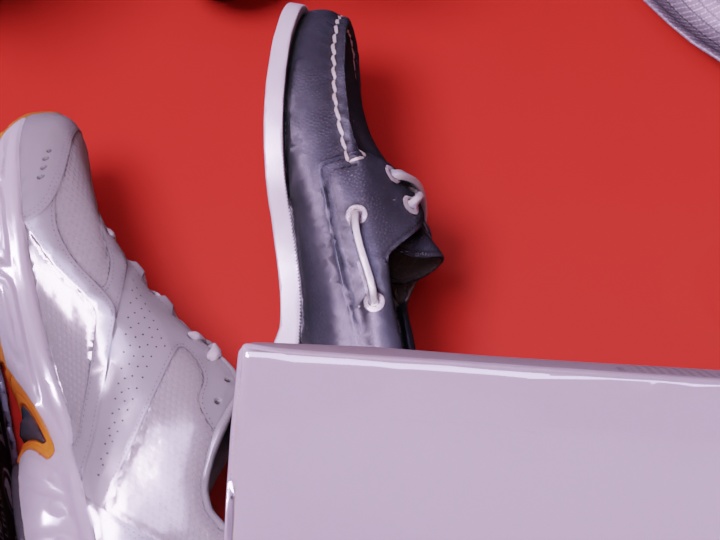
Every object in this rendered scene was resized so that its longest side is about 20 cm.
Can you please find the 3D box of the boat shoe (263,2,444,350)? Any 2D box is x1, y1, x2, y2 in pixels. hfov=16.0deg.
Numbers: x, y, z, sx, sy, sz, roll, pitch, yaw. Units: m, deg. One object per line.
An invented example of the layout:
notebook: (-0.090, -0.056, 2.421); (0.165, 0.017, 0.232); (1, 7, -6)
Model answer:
boat shoe: (0.000, 0.000, 0.899); (0.060, 0.076, 0.200); (-5, 77, 11)

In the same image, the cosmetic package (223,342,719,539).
cosmetic package: (0.058, 0.082, 0.805); (0.200, 0.081, 0.113); (5, 90, 4)

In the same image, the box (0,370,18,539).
box: (-0.228, 0.078, 0.857); (0.200, 0.164, 0.166); (-16, 64, 5)

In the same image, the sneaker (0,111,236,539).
sneaker: (-0.080, 0.035, 0.904); (0.092, 0.076, 0.200); (-11, 72, -1)

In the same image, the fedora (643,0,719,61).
fedora: (0.178, -0.156, 0.917); (0.177, 0.090, 0.200); (-43, 65, -9)
